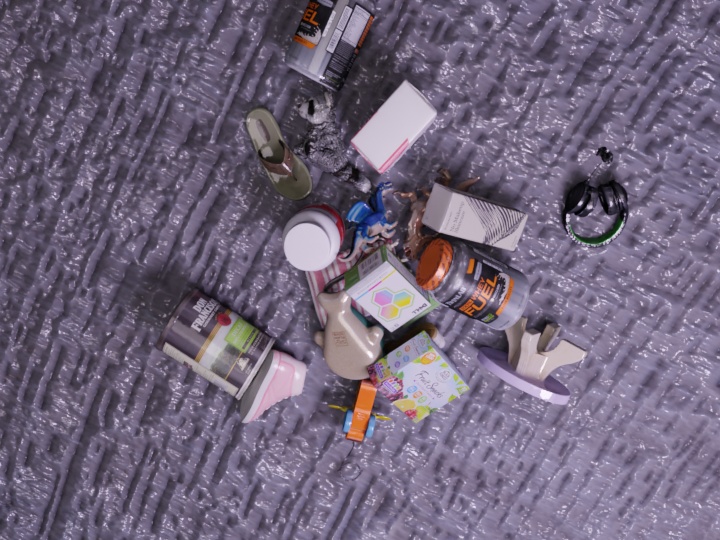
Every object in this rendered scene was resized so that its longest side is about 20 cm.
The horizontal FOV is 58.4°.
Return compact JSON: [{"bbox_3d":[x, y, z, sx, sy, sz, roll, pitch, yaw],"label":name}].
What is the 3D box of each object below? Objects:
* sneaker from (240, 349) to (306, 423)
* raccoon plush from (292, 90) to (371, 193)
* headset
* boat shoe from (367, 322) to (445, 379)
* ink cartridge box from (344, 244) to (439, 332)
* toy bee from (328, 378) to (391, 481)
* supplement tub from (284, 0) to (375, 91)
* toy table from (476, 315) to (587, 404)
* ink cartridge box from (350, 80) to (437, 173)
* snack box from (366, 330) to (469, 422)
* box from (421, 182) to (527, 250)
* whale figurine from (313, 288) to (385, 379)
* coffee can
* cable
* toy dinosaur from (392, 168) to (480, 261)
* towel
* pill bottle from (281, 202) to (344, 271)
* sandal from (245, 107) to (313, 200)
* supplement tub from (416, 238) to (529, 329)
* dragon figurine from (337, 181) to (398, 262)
[{"bbox_3d":[-0.181,0.260,1.375,0.103,0.076,0.202,18,120,-25],"label":"sneaker"},{"bbox_3d":[-0.044,-0.259,1.272,0.198,0.096,0.136,28,88,-34],"label":"raccoon plush"},{"bbox_3d":[0.462,-0.136,1.248,0.121,0.094,0.203,-2,113,3],"label":"headset"},{"bbox_3d":[0.089,0.186,1.350,0.198,0.071,0.069,-30,128,21],"label":"boat shoe"},{"bbox_3d":[0.069,0.053,1.274,0.103,0.060,0.200,-35,122,19],"label":"ink cartridge box"},{"bbox_3d":[-0.014,0.318,1.366,0.130,0.109,0.201,34,91,-6],"label":"toy bee"},{"bbox_3d":[-0.049,-0.449,1.192,0.121,0.123,0.202,26,102,-3],"label":"supplement tub"},{"bbox_3d":[0.341,0.166,1.286,0.198,0.183,0.119,26,105,20],"label":"toy table"},{"bbox_3d":[0.065,-0.260,1.187,0.085,0.200,0.146,44,101,-1],"label":"ink cartridge box"},{"bbox_3d":[0.121,0.220,1.310,0.141,0.053,0.200,-35,136,8],"label":"snack box"},{"bbox_3d":[0.220,-0.100,1.235,0.197,0.068,0.083,9,107,-32],"label":"box"},{"bbox_3d":[-0.020,0.120,1.310,0.157,0.104,0.203,-8,113,27],"label":"whale figurine"},{"bbox_3d":[-0.294,0.149,1.322,0.198,0.147,0.147,33,102,-5],"label":"coffee can"},{"bbox_3d":[0.000,0.000,1.295,0.197,0.050,0.098,-26,105,6],"label":"cable"},{"bbox_3d":[0.151,-0.115,1.279,0.198,0.086,0.137,-27,108,-4],"label":"toy dinosaur"},{"bbox_3d":[-0.010,0.029,1.341,0.197,0.030,0.149,-15,100,6],"label":"towel"},{"bbox_3d":[-0.090,-0.064,1.237,0.110,0.200,0.114,1,103,3],"label":"pill bottle"},{"bbox_3d":[-0.169,-0.226,1.279,0.079,0.057,0.203,-31,99,9],"label":"sandal"},{"bbox_3d":[0.213,0.024,1.236,0.198,0.123,0.124,24,103,-19],"label":"supplement tub"},{"bbox_3d":[0.004,-0.091,1.247,0.199,0.059,0.099,-40,72,-22],"label":"dragon figurine"}]
